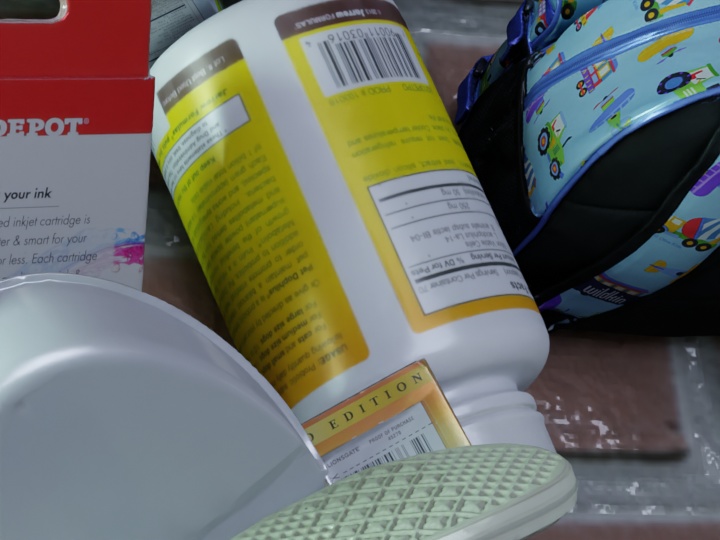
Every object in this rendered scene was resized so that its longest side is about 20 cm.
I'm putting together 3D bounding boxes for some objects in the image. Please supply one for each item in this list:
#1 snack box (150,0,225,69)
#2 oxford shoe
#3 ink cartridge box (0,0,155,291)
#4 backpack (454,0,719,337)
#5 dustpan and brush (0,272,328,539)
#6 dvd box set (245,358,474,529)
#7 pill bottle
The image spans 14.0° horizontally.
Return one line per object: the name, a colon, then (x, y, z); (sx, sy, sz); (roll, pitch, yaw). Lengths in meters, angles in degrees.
snack box: (-0.116, -0.175, 1.117); (0.053, 0.142, 0.201); (-26, 74, 1)
oxford shoe: (-0.016, 0.114, 0.948); (0.199, 0.075, 0.058); (-27, 109, -17)
ink cartridge box: (-0.137, -0.012, 0.990); (0.116, 0.067, 0.201); (-3, 102, -37)
backpack: (0.141, -0.057, 1.117); (0.181, 0.200, 0.135); (3, 64, -17)
dustpan and brush: (-0.115, 0.035, 0.946); (0.139, 0.057, 0.200); (-38, 125, -6)
dvd box set: (0.006, 0.151, 0.991); (0.146, 0.029, 0.201); (-29, 78, -1)
pill bottle: (0.000, 0.000, 1.093); (0.109, 0.109, 0.201); (-16, 72, -25)
